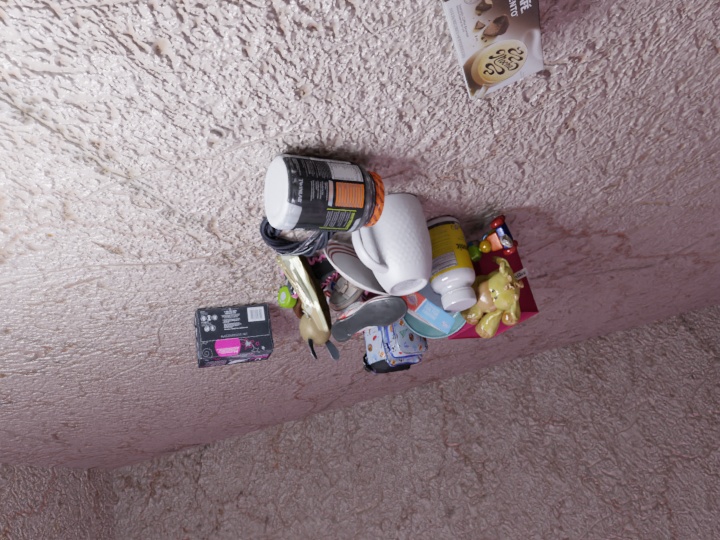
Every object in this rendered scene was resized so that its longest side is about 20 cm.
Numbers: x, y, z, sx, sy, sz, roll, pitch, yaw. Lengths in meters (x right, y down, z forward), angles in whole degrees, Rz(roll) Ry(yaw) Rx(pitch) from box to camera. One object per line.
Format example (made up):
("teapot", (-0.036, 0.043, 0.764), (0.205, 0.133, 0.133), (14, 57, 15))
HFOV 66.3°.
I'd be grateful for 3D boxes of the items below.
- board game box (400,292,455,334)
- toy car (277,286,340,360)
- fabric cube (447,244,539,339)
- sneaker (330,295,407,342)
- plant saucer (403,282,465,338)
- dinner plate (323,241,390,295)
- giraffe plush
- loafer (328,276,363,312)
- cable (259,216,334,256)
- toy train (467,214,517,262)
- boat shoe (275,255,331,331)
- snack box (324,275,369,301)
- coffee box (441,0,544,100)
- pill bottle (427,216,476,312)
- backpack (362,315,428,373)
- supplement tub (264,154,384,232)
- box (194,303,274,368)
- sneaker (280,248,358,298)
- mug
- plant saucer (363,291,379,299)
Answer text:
("board game box", (0.123, 0.077, 1.332), (0.151, 0.041, 0.199), (34, 177, -19))
("toy car", (-0.106, 0.131, 1.437), (0.156, 0.207, 0.161), (-30, 153, 35))
("fabric cube", (0.343, 0.062, 1.551), (0.191, 0.206, 0.199), (2, 153, -36))
("sneaker", (0.029, 0.092, 1.259), (0.197, 0.069, 0.108), (-27, -172, 25))
("plant saucer", (0.198, 0.080, 1.465), (0.193, 0.206, 0.036), (-17, -161, 8))
("dinner plate", (0.000, 0.000, 1.227), (0.196, 0.201, 0.025), (10, 119, -44))
("giraffe plush", (0.327, 0.060, 1.310), (0.200, 0.173, 0.162), (-45, 173, 7))
("loafer", (-0.007, 0.014, 1.343), (0.199, 0.071, 0.064), (-42, 150, -21))
("cable", (-0.127, -0.084, 1.132), (0.197, 0.052, 0.160), (-31, 152, 35))
("toy train", (0.302, -0.059, 1.300), (0.114, 0.087, 0.200), (-29, -179, 21))
("boat shoe", (-0.126, 0.049, 1.252), (0.061, 0.206, 0.073), (-24, -174, 11))
("snack box", (-0.033, 0.066, 1.433), (0.024, 0.074, 0.200), (-10, 145, 30))
("coffee box", (0.167, -0.328, 0.709), (0.110, 0.082, 0.200), (-19, 157, 14))
("pill bottle", (0.207, -0.012, 1.298), (0.107, 0.207, 0.112), (-11, 159, -4))
("backpack", (0.088, 0.174, 1.537), (0.152, 0.196, 0.197), (-32, 157, 31))
("supplement tub", (-0.062, -0.131, 0.968), (0.194, 0.127, 0.122), (1, 154, -31))
("box", (-0.344, 0.176, 1.488), (0.193, 0.137, 0.115), (-4, 160, -23))
("sneaker", (-0.090, 0.012, 1.318), (0.193, 0.098, 0.079), (-16, 156, -1))
("mug", (0.062, -0.050, 1.157), (0.195, 0.181, 0.146), (7, 150, -41))
("plant saucer", (0.097, 0.031, 1.529), (0.193, 0.052, 0.202), (-12, 158, -5))
